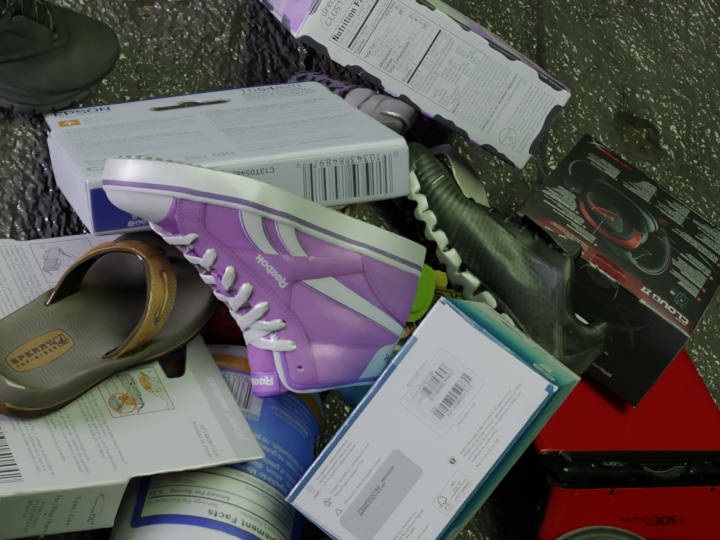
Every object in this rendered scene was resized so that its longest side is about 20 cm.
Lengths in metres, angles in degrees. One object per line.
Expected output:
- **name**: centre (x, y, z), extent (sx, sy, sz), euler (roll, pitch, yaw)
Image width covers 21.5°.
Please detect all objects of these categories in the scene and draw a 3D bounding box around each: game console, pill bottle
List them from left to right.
- **pill bottle**: centre (-0.089, 0.152, 1.096), extent (0.112, 0.112, 0.200), euler (28, 48, -21)
- **game console**: centre (0.171, 0.145, 1.339), extent (0.200, 0.173, 0.119), euler (4, 18, -37)

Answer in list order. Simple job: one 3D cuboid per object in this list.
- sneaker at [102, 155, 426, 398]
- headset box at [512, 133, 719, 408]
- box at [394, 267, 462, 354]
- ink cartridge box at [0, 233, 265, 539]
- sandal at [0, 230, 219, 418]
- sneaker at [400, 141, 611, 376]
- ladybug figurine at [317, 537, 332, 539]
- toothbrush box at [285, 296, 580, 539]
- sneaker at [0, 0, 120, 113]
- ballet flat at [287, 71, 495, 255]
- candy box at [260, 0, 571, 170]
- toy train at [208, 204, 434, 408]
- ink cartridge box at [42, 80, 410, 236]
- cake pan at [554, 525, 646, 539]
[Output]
- **sneaker**: centre (-0.062, 0.010, 1.065), extent (0.200, 0.073, 0.115), euler (21, 85, -21)
- **headset box**: centre (0.176, -0.001, 1.361), extent (0.148, 0.075, 0.200), euler (36, 31, 5)
- **box**: centre (0.067, 0.042, 1.339), extent (0.200, 0.050, 0.075), euler (9, 56, -36)
- **ink cartridge box**: centre (-0.174, 0.059, 1.080), extent (0.176, 0.045, 0.200), euler (-3, 44, -32)
- **sandal**: centre (-0.145, 0.015, 1.068), extent (0.082, 0.055, 0.200), euler (38, 39, 19)
- **sneaker**: centre (0.097, -0.009, 1.255), extent (0.090, 0.066, 0.200), euler (-32, 84, -2)
- **ladybug figurine**: centre (0.023, 0.246, 1.110), extent (0.200, 0.072, 0.136), euler (66, 15, -8)
- **toothbrush box**: centre (0.050, 0.097, 1.124), extent (0.085, 0.147, 0.200), euler (39, 6, 10)
- **sneaker**: centre (-0.234, -0.156, 1.202), extent (0.200, 0.091, 0.076), euler (0, 52, -41)
- **ballet flat**: centre (0.033, -0.085, 1.387), extent (0.200, 0.072, 0.072), euler (45, 44, -4)
- **candy box**: centre (0.033, -0.169, 1.384), extent (0.200, 0.072, 0.168), euler (28, 11, -21)
- **toy train**: centre (0.000, 0.000, 1.219), extent (0.200, 0.116, 0.085), euler (-59, 139, -23)
- **ink cartridge box**: centre (-0.091, -0.074, 1.192), extent (0.199, 0.200, 0.041), euler (-8, 108, -14)
- **cake pan**: centre (0.172, 0.267, 1.235), extent (0.200, 0.037, 0.201), euler (8, 77, -36)
